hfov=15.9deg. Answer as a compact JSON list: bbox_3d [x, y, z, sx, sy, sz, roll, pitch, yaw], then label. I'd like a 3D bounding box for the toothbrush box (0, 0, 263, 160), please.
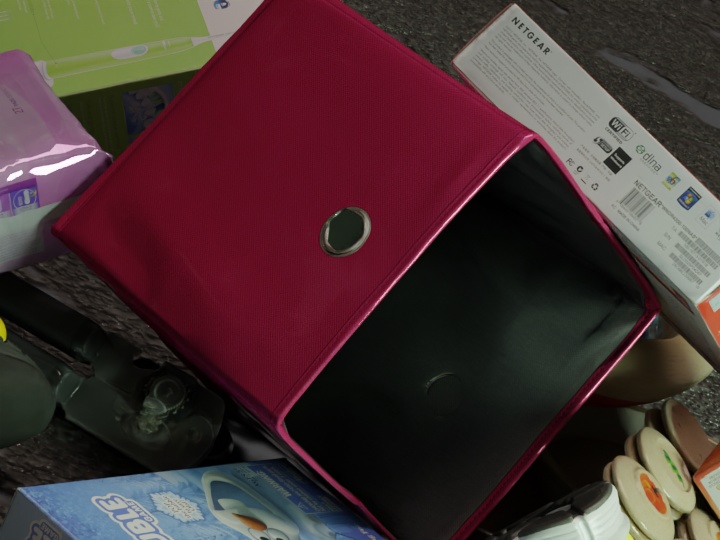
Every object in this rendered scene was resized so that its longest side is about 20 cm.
[{"bbox_3d":[-0.154,-0.125,1.617,0.199,0.086,0.146,-14,40,-8],"label":"toothbrush box"}]

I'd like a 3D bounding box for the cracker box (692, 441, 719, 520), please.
[{"bbox_3d":[0.267,0.163,1.379,0.200,0.058,0.134,57,22,0],"label":"cracker box"}]

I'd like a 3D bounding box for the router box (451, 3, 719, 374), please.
[{"bbox_3d":[0.149,-0.034,1.403,0.200,0.049,0.180,47,-1,25],"label":"router box"}]

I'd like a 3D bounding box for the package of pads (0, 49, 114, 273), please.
[{"bbox_3d":[-0.241,-0.043,1.360,0.200,0.076,0.121,-18,38,-22],"label":"package of pads"}]

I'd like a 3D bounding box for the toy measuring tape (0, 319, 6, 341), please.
[{"bbox_3d":[-0.274,0.034,1.264,0.199,0.074,0.074,-2,29,-23],"label":"toy measuring tape"}]

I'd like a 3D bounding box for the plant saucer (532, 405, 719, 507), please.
[{"bbox_3d":[0.181,0.135,1.483,0.200,0.030,0.200,22,18,-8],"label":"plant saucer"}]

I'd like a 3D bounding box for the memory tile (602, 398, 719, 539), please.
[{"bbox_3d":[0.197,0.166,1.330,0.200,0.017,0.153,57,22,1],"label":"memory tile"}]

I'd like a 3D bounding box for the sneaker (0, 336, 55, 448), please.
[{"bbox_3d":[-0.223,0.080,1.200,0.200,0.076,0.091,-3,42,-41],"label":"sneaker"}]

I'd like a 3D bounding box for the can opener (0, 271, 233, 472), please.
[{"bbox_3d":[-0.159,0.051,1.390,0.200,0.053,0.067,30,-13,16],"label":"can opener"}]

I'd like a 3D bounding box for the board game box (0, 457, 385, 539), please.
[{"bbox_3d":[-0.038,0.164,1.217,0.200,0.043,0.199,36,22,31],"label":"board game box"}]

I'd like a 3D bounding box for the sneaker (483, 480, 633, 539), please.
[{"bbox_3d":[0.094,0.166,1.276,0.090,0.078,0.200,60,-13,4],"label":"sneaker"}]

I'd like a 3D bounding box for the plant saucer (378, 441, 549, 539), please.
[{"bbox_3d":[0.091,0.132,1.475,0.200,0.035,0.200,21,20,-8],"label":"plant saucer"}]

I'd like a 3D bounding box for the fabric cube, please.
[{"bbox_3d":[0.000,0.000,1.355,0.199,0.196,0.200,38,-7,38],"label":"fabric cube"}]

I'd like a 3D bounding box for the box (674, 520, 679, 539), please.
[{"bbox_3d":[0.147,0.188,1.295,0.039,0.042,0.200,14,36,-9],"label":"box"}]

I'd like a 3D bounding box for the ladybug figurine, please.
[{"bbox_3d":[0.132,0.028,1.524,0.200,0.072,0.136,9,46,-40],"label":"ladybug figurine"}]
